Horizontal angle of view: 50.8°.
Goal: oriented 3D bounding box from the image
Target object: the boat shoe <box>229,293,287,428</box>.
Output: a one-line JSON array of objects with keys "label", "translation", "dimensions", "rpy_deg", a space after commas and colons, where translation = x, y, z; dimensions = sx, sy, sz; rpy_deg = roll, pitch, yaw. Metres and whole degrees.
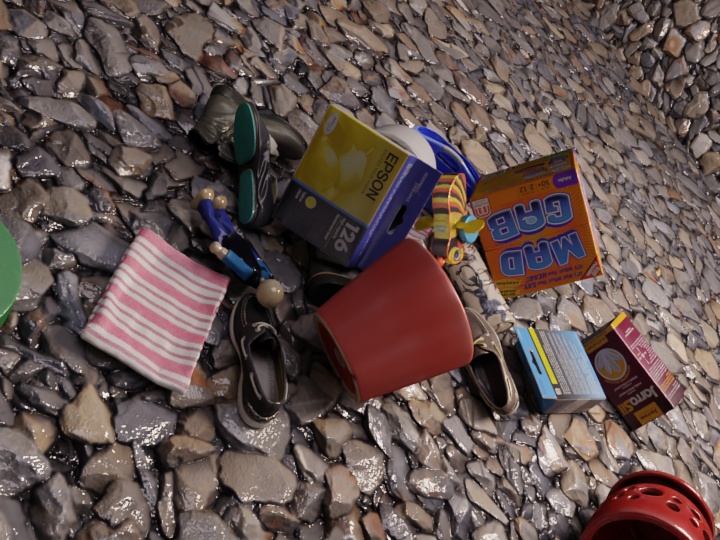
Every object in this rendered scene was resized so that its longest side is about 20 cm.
[{"label": "boat shoe", "translation": [-0.135, 0.109, 1.028], "dimensions": [0.073, 0.060, 0.203], "rpy_deg": [18, 45, -28]}]

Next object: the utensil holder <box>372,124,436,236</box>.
[{"label": "utensil holder", "translation": [0.042, -0.156, 1.271], "dimensions": [0.170, 0.170, 0.200], "rpy_deg": [45, 19, -1]}]

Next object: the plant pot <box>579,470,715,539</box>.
[{"label": "plant pot", "translation": [0.459, 0.434, 1.195], "dimensions": [0.202, 0.200, 0.181], "rpy_deg": [54, 31, 11]}]

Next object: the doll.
[{"label": "doll", "translation": [-0.175, -0.026, 1.088], "dimensions": [0.201, 0.048, 0.136], "rpy_deg": [53, 10, 20]}]

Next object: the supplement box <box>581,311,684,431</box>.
[{"label": "supplement box", "translation": [0.544, 0.205, 1.542], "dimensions": [0.085, 0.110, 0.202], "rpy_deg": [-24, 74, -50]}]

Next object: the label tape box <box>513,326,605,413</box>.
[{"label": "label tape box", "translation": [0.353, 0.187, 1.416], "dimensions": [0.197, 0.063, 0.147], "rpy_deg": [8, 52, -39]}]

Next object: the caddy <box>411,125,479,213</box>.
[{"label": "caddy", "translation": [0.161, -0.206, 1.548], "dimensions": [0.199, 0.105, 0.142], "rpy_deg": [40, 39, -9]}]

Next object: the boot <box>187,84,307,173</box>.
[{"label": "boot", "translation": [-0.189, -0.209, 1.274], "dimensions": [0.198, 0.067, 0.133], "rpy_deg": [29, 53, -21]}]

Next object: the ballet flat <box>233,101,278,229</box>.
[{"label": "ballet flat", "translation": [-0.163, -0.164, 1.208], "dimensions": [0.072, 0.072, 0.205], "rpy_deg": [4, 78, -40]}]

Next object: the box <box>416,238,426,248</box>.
[{"label": "box", "translation": [0.115, 0.031, 1.241], "dimensions": [0.147, 0.036, 0.200], "rpy_deg": [63, -2, 6]}]

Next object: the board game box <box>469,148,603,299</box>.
[{"label": "board game box", "translation": [0.338, -0.092, 1.451], "dimensions": [0.200, 0.196, 0.204], "rpy_deg": [-52, 125, -66]}]

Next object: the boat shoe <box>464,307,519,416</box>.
[{"label": "boat shoe", "translation": [0.210, 0.150, 1.300], "dimensions": [0.203, 0.071, 0.059], "rpy_deg": [69, 12, 20]}]

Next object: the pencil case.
[{"label": "pencil case", "translation": [0.210, 0.032, 1.402], "dimensions": [0.077, 0.090, 0.203], "rpy_deg": [-24, 73, -5]}]

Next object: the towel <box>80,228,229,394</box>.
[{"label": "towel", "translation": [-0.258, 0.047, 0.982], "dimensions": [0.145, 0.030, 0.202], "rpy_deg": [32, 40, -17]}]

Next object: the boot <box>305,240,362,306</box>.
[{"label": "boot", "translation": [0.000, 0.000, 1.247], "dimensions": [0.197, 0.078, 0.140], "rpy_deg": [20, 40, -31]}]

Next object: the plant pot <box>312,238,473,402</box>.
[{"label": "plant pot", "translation": [0.038, 0.084, 1.088], "dimensions": [0.175, 0.201, 0.203], "rpy_deg": [-27, 73, -14]}]

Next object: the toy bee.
[{"label": "toy bee", "translation": [0.155, -0.056, 1.278], "dimensions": [0.108, 0.130, 0.203], "rpy_deg": [-30, 96, -44]}]

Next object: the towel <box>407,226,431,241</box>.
[{"label": "towel", "translation": [0.044, -0.079, 1.389], "dimensions": [0.146, 0.030, 0.200], "rpy_deg": [45, 38, 0]}]

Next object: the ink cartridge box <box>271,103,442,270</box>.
[{"label": "ink cartridge box", "translation": [-0.008, -0.115, 1.159], "dimensions": [0.198, 0.200, 0.047], "rpy_deg": [32, 14, 6]}]

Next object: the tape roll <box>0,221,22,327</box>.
[{"label": "tape roll", "translation": [-0.474, -0.002, 0.819], "dimensions": [0.198, 0.048, 0.203], "rpy_deg": [25, 43, -25]}]
